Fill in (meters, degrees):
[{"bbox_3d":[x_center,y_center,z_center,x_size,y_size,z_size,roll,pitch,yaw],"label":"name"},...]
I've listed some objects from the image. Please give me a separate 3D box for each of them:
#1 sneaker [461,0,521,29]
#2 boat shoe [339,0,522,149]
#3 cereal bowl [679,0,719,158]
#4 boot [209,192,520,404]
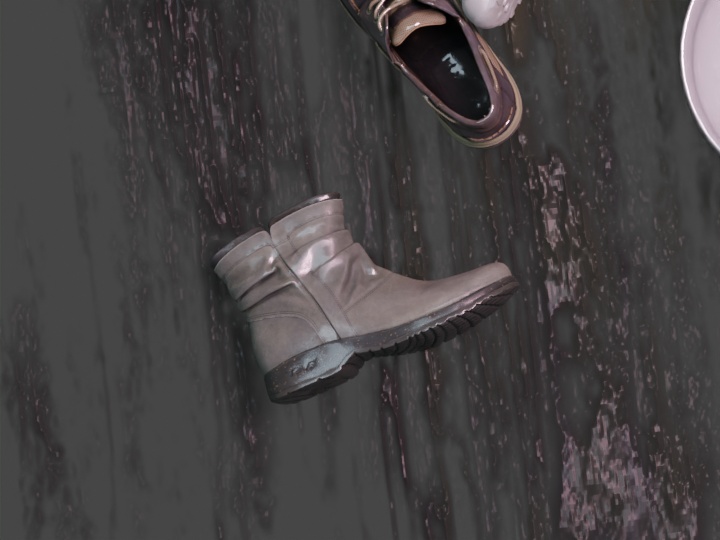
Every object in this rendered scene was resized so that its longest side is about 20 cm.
[{"bbox_3d":[0.086,-0.266,1.603,0.080,0.076,0.201,7,76,6],"label":"sneaker"},{"bbox_3d":[0.043,-0.175,1.599,0.074,0.073,0.200,-42,82,2],"label":"boat shoe"},{"bbox_3d":[0.317,-0.142,1.557,0.199,0.083,0.201,-1,85,8],"label":"cereal bowl"},{"bbox_3d":[0.000,0.000,1.598,0.199,0.068,0.131,-22,77,4],"label":"boot"}]
